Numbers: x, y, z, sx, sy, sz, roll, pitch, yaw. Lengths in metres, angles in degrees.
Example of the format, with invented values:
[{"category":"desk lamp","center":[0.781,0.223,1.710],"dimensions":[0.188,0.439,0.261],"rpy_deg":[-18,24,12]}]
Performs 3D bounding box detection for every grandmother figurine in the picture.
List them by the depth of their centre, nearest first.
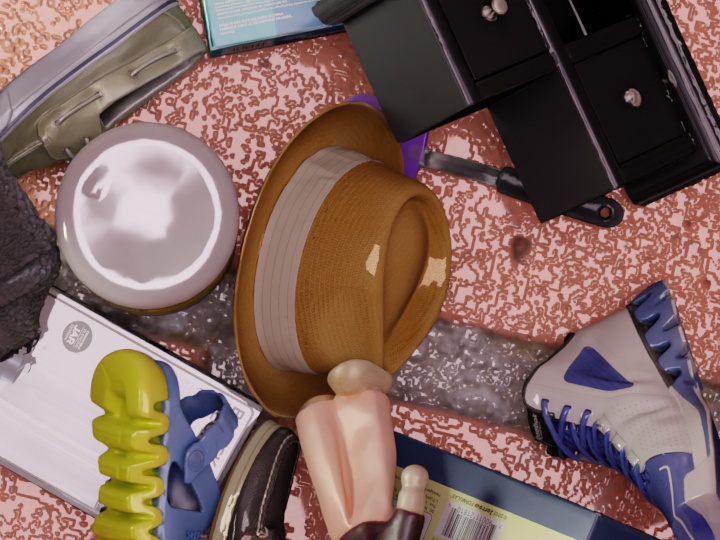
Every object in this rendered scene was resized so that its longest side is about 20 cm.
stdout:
[{"category":"grandmother figurine","center":[0.002,0.161,1.627],"dimensions":[0.060,0.121,0.201],"rpy_deg":[4,53,-20]}]

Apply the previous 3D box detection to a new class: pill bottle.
[{"category":"pill bottle","center":[-0.128,-0.028,1.676],"dimensions":[0.109,0.200,0.110],"rpy_deg":[0,88,-3]}]

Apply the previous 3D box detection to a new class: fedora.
[{"category":"fedora","center":[0.000,0.000,1.690],"dimensions":[0.081,0.200,0.202],"rpy_deg":[16,86,31]}]

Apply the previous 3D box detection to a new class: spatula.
[{"category":"spatula","center":[0.076,-0.064,1.782],"dimensions":[0.199,0.021,0.057],"rpy_deg":[16,99,-6]}]

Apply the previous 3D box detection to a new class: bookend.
[{"category":"bookend","center":[0.104,-0.116,1.704],"dimensions":[0.199,0.092,0.200],"rpy_deg":[-23,88,-39]}]

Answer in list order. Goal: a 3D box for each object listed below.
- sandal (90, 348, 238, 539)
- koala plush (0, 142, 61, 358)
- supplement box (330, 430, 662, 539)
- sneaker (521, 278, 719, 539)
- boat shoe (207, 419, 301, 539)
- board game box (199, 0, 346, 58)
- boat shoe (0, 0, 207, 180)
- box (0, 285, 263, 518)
[{"category":"sandal","center":[-0.118,0.148,1.675],"dimensions":[0.087,0.079,0.201],"rpy_deg":[0,101,-39]},{"category":"koala plush","center":[-0.277,-0.054,1.647],"dimensions":[0.177,0.184,0.200],"rpy_deg":[-33,52,6]},{"category":"supplement box","center":[0.077,0.228,1.664],"dimensions":[0.134,0.199,0.201],"rpy_deg":[25,85,-43]},{"category":"sneaker","center":[0.165,0.102,1.728],"dimensions":[0.115,0.200,0.081],"rpy_deg":[-20,133,8]},{"category":"boat shoe","center":[-0.064,0.193,1.685],"dimensions":[0.064,0.073,0.201],"rpy_deg":[14,83,16]},{"category":"board game box","center":[-0.042,-0.250,1.769],"dimensions":[0.150,0.047,0.201],"rpy_deg":[-11,88,-5]},{"category":"boat shoe","center":[-0.184,-0.102,1.739],"dimensions":[0.200,0.072,0.062],"rpy_deg":[-42,82,-7]},{"category":"box","center":[-0.173,0.086,1.738],"dimensions":[0.199,0.060,0.117],"rpy_deg":[31,86,-3]}]
